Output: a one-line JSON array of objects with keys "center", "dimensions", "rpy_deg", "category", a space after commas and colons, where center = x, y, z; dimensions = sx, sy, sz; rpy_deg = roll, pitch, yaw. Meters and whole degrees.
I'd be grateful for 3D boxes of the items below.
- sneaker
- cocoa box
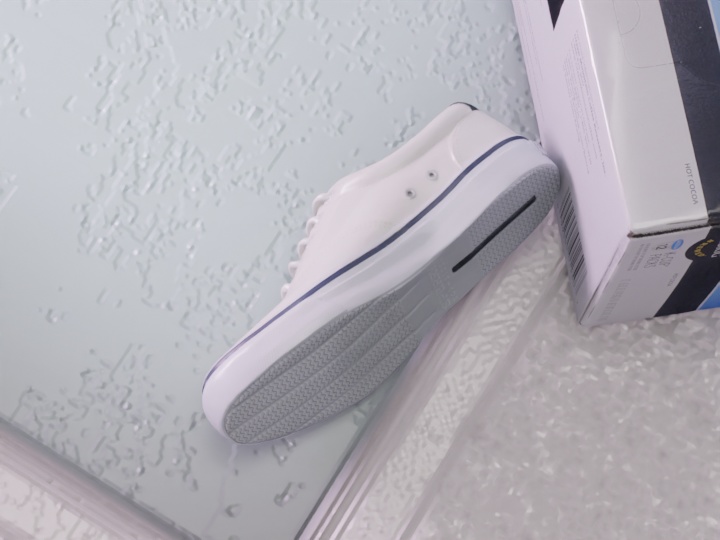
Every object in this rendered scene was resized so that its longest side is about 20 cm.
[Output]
[{"center": [0.000, 0.000, 0.892], "dimensions": [0.200, 0.073, 0.071], "rpy_deg": [-38, 55, -17], "category": "sneaker"}, {"center": [0.153, -0.094, 0.889], "dimensions": [0.130, 0.134, 0.202], "rpy_deg": [-8, 71, -6], "category": "cocoa box"}]
